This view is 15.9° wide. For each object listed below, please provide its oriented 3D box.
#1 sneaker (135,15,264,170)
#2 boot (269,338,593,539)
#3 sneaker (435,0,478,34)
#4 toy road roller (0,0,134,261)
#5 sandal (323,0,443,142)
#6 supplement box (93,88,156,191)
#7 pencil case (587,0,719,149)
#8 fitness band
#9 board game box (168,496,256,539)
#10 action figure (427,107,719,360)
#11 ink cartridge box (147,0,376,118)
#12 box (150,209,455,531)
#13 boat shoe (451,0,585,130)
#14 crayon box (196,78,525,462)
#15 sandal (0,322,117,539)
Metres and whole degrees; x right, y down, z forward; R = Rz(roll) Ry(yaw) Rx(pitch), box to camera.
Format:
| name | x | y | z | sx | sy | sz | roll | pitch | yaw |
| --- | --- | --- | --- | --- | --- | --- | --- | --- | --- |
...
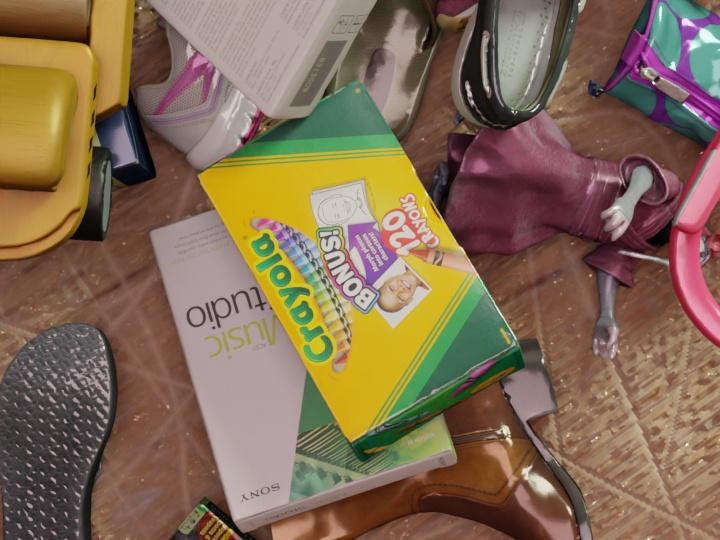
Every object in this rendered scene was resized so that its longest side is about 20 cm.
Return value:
| name | x | y | z | sx | sy | sz | roll | pitch | yaw |
| --- | --- | --- | --- | --- | --- | --- | --- | --- | --- |
| sneaker | -0.080 | -0.160 | 1.639 | 0.088 | 0.081 | 0.200 | 27 | 88 | 0 |
| boot | 0.040 | 0.153 | 1.633 | 0.200 | 0.068 | 0.189 | -16 | 88 | 1 |
| sneaker | 0.109 | -0.236 | 1.646 | 0.200 | 0.075 | 0.090 | -41 | 88 | -11 |
| toy road roller | -0.199 | -0.105 | 1.471 | 0.123 | 0.146 | 0.201 | 4 | 88 | -1 |
| sandal | 0.023 | -0.175 | 1.650 | 0.080 | 0.057 | 0.201 | 7 | 88 | 1 |
| supplement box | -0.255 | -0.125 | 1.613 | 0.199 | 0.134 | 0.200 | -17 | 88 | 0 |
| pencil case | 0.248 | -0.094 | 1.626 | 0.200 | 0.092 | 0.085 | 34 | 122 | -1 |
| fitness band | 0.272 | -0.037 | 1.568 | 0.143 | 0.037 | 0.200 | 32 | 89 | -4 |
| board game box | -0.124 | 0.253 | 1.641 | 0.105 | 0.023 | 0.200 | 39 | 97 | 0 |
| action figure | 0.143 | -0.045 | 1.641 | 0.200 | 0.134 | 0.149 | 15 | 50 | -8 |
| ink cartridge box | -0.069 | -0.214 | 1.562 | 0.200 | 0.047 | 0.160 | 45 | 120 | 25 |
| box | -0.037 | 0.047 | 1.620 | 0.144 | 0.036 | 0.200 | -19 | 74 | 2 |
| boat shoe | 0.107 | -0.182 | 1.550 | 0.075 | 0.060 | 0.201 | 8 | 90 | -19 |
| crayon box | 0.000 | 0.000 | 1.572 | 0.119 | 0.058 | 0.200 | -30 | 73 | -1 |
| sandal | -0.197 | 0.129 | 1.655 | 0.076 | 0.043 | 0.201 | 9 | 98 | 8 |
